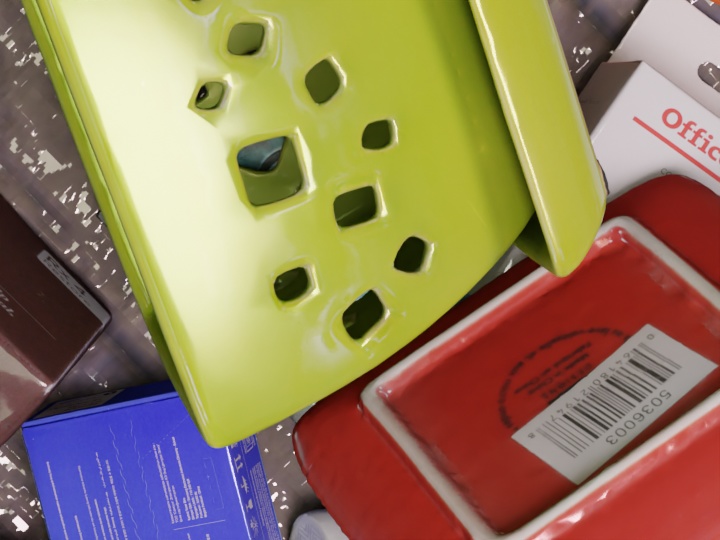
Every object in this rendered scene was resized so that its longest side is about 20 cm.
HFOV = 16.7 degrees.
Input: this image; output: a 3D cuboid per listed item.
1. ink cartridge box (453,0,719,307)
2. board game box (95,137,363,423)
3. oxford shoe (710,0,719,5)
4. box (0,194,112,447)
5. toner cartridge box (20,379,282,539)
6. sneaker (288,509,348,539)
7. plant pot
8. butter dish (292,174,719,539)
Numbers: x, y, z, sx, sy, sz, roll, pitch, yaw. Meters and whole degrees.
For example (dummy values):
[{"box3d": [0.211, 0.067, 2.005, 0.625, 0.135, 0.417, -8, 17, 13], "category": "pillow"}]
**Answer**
[{"box3d": [0.123, -0.009, 1.040, 0.115, 0.068, 0.201, 34, 89, -9], "category": "ink cartridge box"}, {"box3d": [0.000, 0.000, 1.086, 0.135, 0.028, 0.200, -43, 97, 9], "category": "board game box"}, {"box3d": [0.167, -0.149, 1.041, 0.200, 0.071, 0.073, 39, 82, -12], "category": "oxford shoe"}, {"box3d": [-0.238, 0.044, 1.030, 0.166, 0.164, 0.200, 44, 99, -4], "category": "box"}, {"box3d": [-0.079, 0.151, 1.098, 0.094, 0.043, 0.201, -11, 98, 17], "category": "toner cartridge box"}, {"box3d": [0.051, 0.187, 1.106, 0.115, 0.074, 0.201, -19, 77, -27], "category": "sneaker"}, {"box3d": [-0.022, -0.071, 0.954, 0.180, 0.200, 0.200, -21, 105, -6], "category": "plant pot"}, {"box3d": [0.105, 0.089, 0.939, 0.199, 0.199, 0.148, -34, 123, -6], "category": "butter dish"}]
